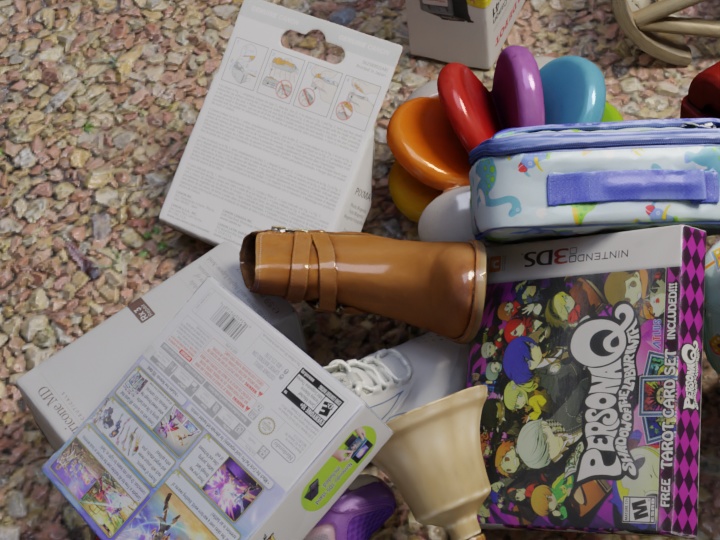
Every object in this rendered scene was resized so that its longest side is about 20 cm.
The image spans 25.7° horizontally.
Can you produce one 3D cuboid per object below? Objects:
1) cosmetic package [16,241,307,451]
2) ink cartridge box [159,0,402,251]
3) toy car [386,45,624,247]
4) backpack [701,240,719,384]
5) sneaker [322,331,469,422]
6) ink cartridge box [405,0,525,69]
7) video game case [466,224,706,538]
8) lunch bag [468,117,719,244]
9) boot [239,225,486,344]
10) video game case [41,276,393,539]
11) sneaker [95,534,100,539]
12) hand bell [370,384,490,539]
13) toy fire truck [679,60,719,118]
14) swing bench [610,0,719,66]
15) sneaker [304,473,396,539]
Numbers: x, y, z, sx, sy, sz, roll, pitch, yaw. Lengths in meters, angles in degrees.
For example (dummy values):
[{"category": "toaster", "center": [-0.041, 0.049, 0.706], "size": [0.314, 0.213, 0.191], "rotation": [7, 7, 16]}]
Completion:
[{"category": "cosmetic package", "center": [-0.149, 0.077, 1.206], "size": [0.199, 0.074, 0.102], "rotation": [-35, 53, -19]}, {"category": "ink cartridge box", "center": [-0.058, -0.103, 1.288], "size": [0.161, 0.057, 0.202], "rotation": [22, 87, 26]}, {"category": "toy car", "center": [0.115, -0.109, 1.255], "size": [0.198, 0.151, 0.176], "rotation": [-12, 50, 0]}, {"category": "backpack", "center": [0.322, 0.050, 1.062], "size": [0.175, 0.202, 0.153], "rotation": [-27, 31, -23]}, {"category": "sneaker", "center": [0.001, 0.099, 1.152], "size": [0.199, 0.088, 0.075], "rotation": [-33, 51, -17]}, {"category": "ink cartridge box", "center": [0.097, -0.301, 1.379], "size": [0.085, 0.201, 0.148], "rotation": [15, 56, 20]}, {"category": "video game case", "center": [0.148, 0.077, 1.072], "size": [0.180, 0.036, 0.202], "rotation": [-6, 76, 45]}, {"category": "lunch bag", "center": [0.178, -0.061, 1.119], "size": [0.198, 0.161, 0.083], "rotation": [-2, 90, 1]}, {"category": "boot", "center": [0.000, 0.000, 1.138], "size": [0.154, 0.078, 0.200], "rotation": [8, 7, -17]}, {"category": "video game case", "center": [-0.101, 0.122, 1.058], "size": [0.182, 0.045, 0.200], "rotation": [-48, 43, -6]}, {"category": "sneaker", "center": [-0.156, 0.184, 1.123], "size": [0.081, 0.077, 0.201], "rotation": [4, 51, 23]}, {"category": "hand bell", "center": [0.075, 0.189, 1.050], "size": [0.103, 0.104, 0.202], "rotation": [-21, 80, -7]}, {"category": "toy fire truck", "center": [0.313, -0.111, 1.188], "size": [0.128, 0.201, 0.176], "rotation": [-29, 53, -15]}, {"category": "swing bench", "center": [0.311, -0.294, 1.386], "size": [0.198, 0.130, 0.200], "rotation": [-6, 51, 12]}, {"category": "sneaker", "center": [-0.043, 0.225, 1.072], "size": [0.200, 0.081, 0.088], "rotation": [-40, 62, -15]}]
